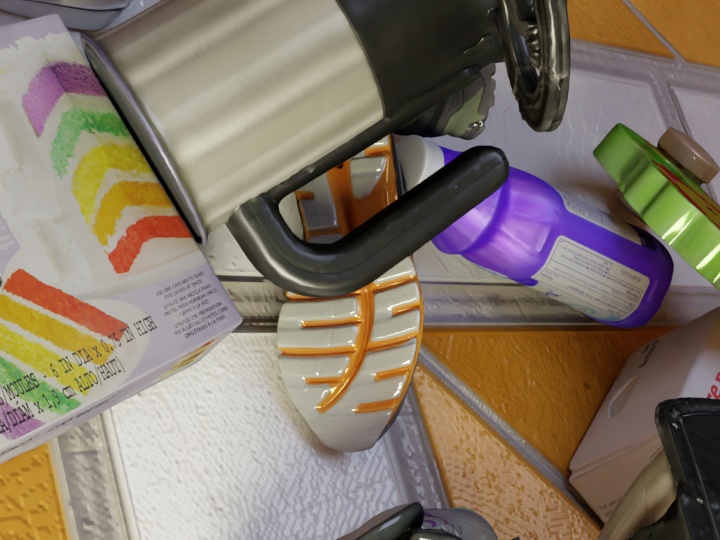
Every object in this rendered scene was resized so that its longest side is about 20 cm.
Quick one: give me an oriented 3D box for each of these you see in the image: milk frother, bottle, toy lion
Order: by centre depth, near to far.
[{"bbox_3d":[-0.011,-0.096,0.688,0.187,0.200,0.181,-32,79,-9],"label":"milk frother"},{"bbox_3d":[0.100,-0.025,0.907,0.199,0.083,0.066,22,95,-33],"label":"bottle"},{"bbox_3d":[0.220,-0.028,0.951,0.200,0.069,0.191,50,17,31],"label":"toy lion"}]

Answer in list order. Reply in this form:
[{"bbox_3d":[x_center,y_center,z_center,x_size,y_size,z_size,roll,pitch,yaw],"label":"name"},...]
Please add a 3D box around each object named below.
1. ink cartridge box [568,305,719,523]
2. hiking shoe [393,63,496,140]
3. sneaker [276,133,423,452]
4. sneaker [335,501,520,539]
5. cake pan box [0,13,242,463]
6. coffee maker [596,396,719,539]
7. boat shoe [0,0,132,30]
[{"bbox_3d":[0.240,0.146,0.926,0.200,0.084,0.146,48,41,-7],"label":"ink cartridge box"},{"bbox_3d":[0.025,-0.160,0.840,0.100,0.201,0.076,-8,32,-8],"label":"hiking shoe"},{"bbox_3d":[0.000,0.000,0.805,0.077,0.078,0.202,57,32,-70],"label":"sneaker"},{"bbox_3d":[0.034,0.144,0.687,0.199,0.140,0.078,-20,78,-47],"label":"sneaker"},{"bbox_3d":[-0.172,-0.012,0.665,0.199,0.052,0.185,-26,81,-49],"label":"cake pan box"},{"bbox_3d":[0.142,0.189,0.699,0.134,0.201,0.193,29,39,-3],"label":"coffee maker"},{"bbox_3d":[-0.190,-0.171,0.739,0.199,0.065,0.074,-4,68,-45],"label":"boat shoe"}]
